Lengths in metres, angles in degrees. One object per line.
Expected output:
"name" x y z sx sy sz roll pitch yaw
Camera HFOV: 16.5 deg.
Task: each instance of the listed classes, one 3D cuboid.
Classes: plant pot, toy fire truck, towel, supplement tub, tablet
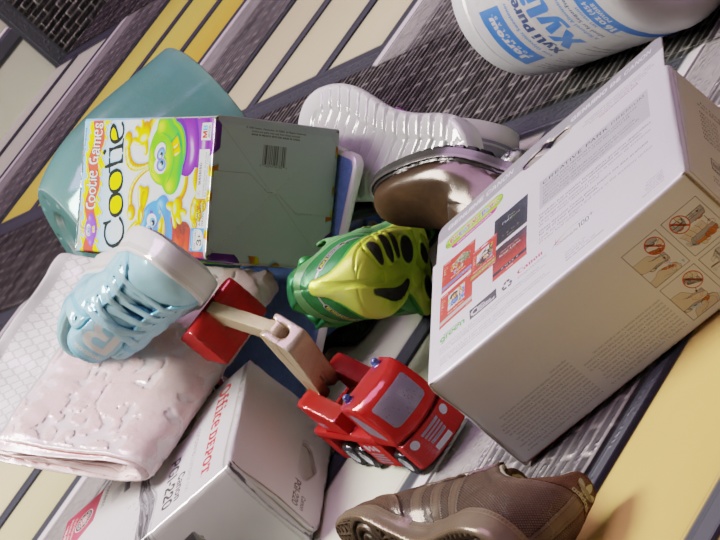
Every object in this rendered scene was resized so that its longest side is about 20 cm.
"plant pot" -0.173 -0.061 2.093 0.161 0.201 0.201 -35 13 -15
"toy fire truck" -0.027 0.066 1.603 0.049 0.141 0.200 -53 16 -14
"towel" -0.180 0.063 1.762 0.191 0.032 0.200 6 45 30
"supplement tub" 0.165 -0.217 1.770 0.132 0.132 0.200 -55 17 -22
"tablet" -0.051 0.000 1.817 0.130 0.014 0.200 26 107 55

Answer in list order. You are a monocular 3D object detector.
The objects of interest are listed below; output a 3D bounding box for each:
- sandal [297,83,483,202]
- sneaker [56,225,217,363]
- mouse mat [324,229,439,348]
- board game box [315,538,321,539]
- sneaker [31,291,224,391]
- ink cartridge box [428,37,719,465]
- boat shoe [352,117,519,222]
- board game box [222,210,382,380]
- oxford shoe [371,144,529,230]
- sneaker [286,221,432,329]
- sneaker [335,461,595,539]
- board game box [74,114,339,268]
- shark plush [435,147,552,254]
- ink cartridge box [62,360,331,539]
"sandal" 0.025 -0.082 1.780 0.203 0.050 0.082 20 99 51
"sneaker" -0.155 0.028 1.669 0.082 0.074 0.200 -59 10 -18
"mouse mat" 0.003 -0.002 1.921 0.161 0.008 0.200 -54 18 -16
"board game box" -0.095 0.258 1.541 0.200 0.028 0.135 -36 20 39
"sneaker" -0.172 0.069 1.845 0.071 0.200 0.098 -52 -15 -1
"ink cartridge box" 0.138 -0.015 1.449 0.200 0.084 0.176 -41 22 24
"boat shoe" 0.024 -0.064 1.846 0.201 0.070 0.072 -8 67 23
"board game box" -0.030 -0.006 1.938 0.151 0.037 0.200 -38 20 30
"oxford shoe" 0.079 -0.030 1.580 0.200 0.073 0.084 7 68 42
"sneaker" 0.000 0.000 1.684 0.084 0.074 0.200 -6 -1 15
"sneaker" 0.060 0.144 1.368 0.076 0.070 0.200 -35 13 -25
"board game box" -0.116 -0.057 1.816 0.200 0.105 0.103 4 89 57
"shark plush" 0.118 -0.063 1.665 0.200 0.091 0.083 -46 -16 29
"ink cartridge box" -0.119 0.176 1.694 0.200 0.085 0.146 -40 18 21
